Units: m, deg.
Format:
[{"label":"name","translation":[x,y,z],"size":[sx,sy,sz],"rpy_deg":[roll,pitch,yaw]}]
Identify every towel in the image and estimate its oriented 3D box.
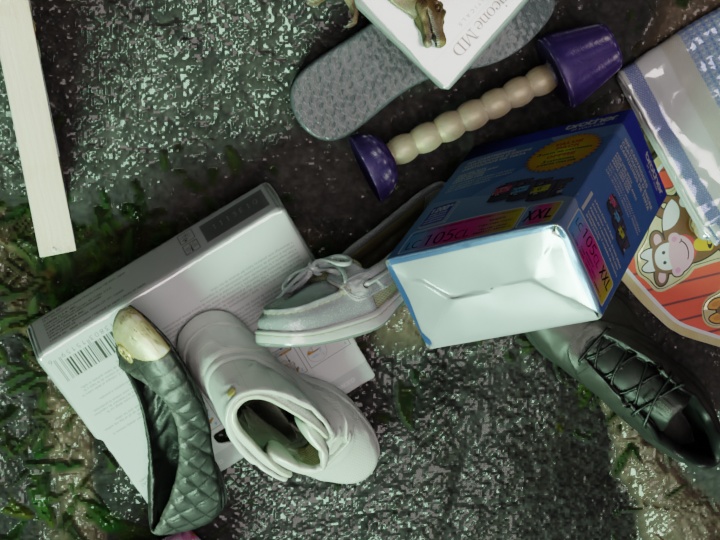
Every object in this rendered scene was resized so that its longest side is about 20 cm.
[{"label":"towel","translation":[0.300,-0.130,1.306],"size":[0.199,0.024,0.148],"rpy_deg":[-31,92,-3]}]

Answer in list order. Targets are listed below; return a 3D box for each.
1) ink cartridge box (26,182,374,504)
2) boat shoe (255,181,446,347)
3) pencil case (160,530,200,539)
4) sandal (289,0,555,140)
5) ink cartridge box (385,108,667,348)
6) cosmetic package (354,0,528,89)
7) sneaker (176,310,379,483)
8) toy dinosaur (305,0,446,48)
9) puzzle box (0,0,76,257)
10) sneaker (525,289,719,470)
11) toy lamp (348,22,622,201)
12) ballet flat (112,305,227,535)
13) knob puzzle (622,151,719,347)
[{"label":"ink cartridge box","translation":[-0.109,0.057,1.282],"size":[0.199,0.044,0.174],"rpy_deg":[-31,129,-2]},{"label":"boat shoe","translation":[0.002,0.000,1.238],"size":[0.201,0.074,0.065],"rpy_deg":[-26,106,-38]},{"label":"pencil case","translation":[-0.187,0.265,1.303],"size":[0.199,0.087,0.088],"rpy_deg":[-28,109,-4]},{"label":"sandal","translation":[0.039,-0.162,1.253],"size":[0.199,0.043,0.077],"rpy_deg":[-26,99,2]},{"label":"ink cartridge box","translation":[0.121,-0.037,1.224],"size":[0.135,0.200,0.077],"rpy_deg":[-12,113,32]},{"label":"cosmetic package","translation":[0.018,-0.223,1.188],"size":[0.200,0.074,0.102],"rpy_deg":[42,95,-2]},{"label":"sneaker","translation":[-0.042,0.119,1.252],"size":[0.074,0.116,0.200],"rpy_deg":[-46,128,7]},{"label":"toy dinosaur","translation":[-0.006,-0.231,1.134],"size":[0.100,0.058,0.202],"rpy_deg":[-20,103,-12]},{"label":"puzzle box","translation":[-0.216,-0.122,1.160],"size":[0.025,0.133,0.202],"rpy_deg":[-10,108,-8]},{"label":"sneaker","translation":[0.201,0.074,1.323],"size":[0.199,0.091,0.076],"rpy_deg":[37,98,-17]},{"label":"toy lamp","translation":[0.091,-0.115,1.264],"size":[0.199,0.058,0.059],"rpy_deg":[-28,109,-3]},{"label":"ballet flat","translation":[-0.136,0.109,1.231],"size":[0.057,0.066,0.201],"rpy_deg":[-30,131,-21]},{"label":"knob puzzle","translation":[0.282,-0.028,1.342],"size":[0.217,0.030,0.222],"rpy_deg":[-3,106,-10]}]
